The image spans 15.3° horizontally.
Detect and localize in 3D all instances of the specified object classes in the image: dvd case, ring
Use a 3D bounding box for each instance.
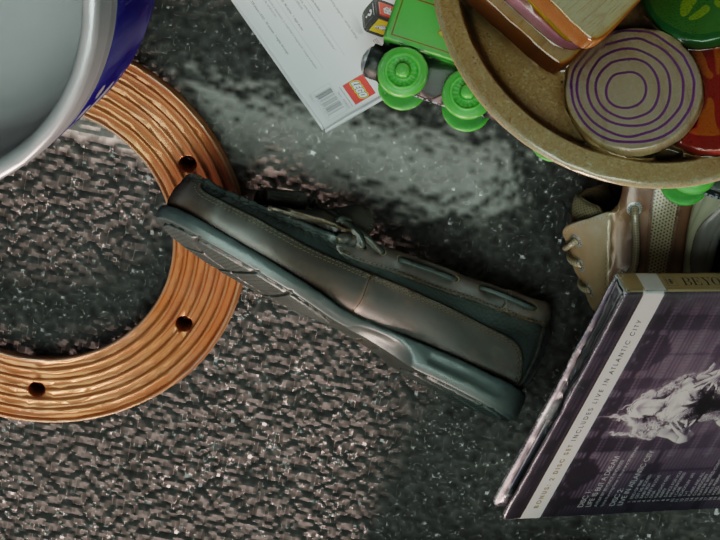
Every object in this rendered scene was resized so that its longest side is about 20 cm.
[{"bbox_3d":[0.173,0.056,1.217,0.199,0.016,0.149,-1,136,-27],"label":"dvd case"},{"bbox_3d":[-0.152,-0.020,1.270,0.199,0.019,0.201,2,114,4],"label":"ring"}]

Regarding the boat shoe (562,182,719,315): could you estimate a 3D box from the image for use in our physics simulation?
[{"bbox_3d":[0.128,-0.015,1.228,0.071,0.076,0.201,17,106,0],"label":"boat shoe"}]

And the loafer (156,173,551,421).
[{"bbox_3d":[0.000,0.000,1.245,0.200,0.072,0.063,30,82,-20],"label":"loafer"}]

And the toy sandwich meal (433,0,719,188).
[{"bbox_3d":[0.119,-0.134,1.123,0.204,0.070,0.206,2,72,-6],"label":"toy sandwich meal"}]

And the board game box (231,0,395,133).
[{"bbox_3d":[-0.018,-0.174,1.180,0.126,0.035,0.200,-29,110,17],"label":"board game box"}]

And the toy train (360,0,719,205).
[{"bbox_3d":[0.099,-0.073,1.162,0.199,0.042,0.057,18,83,3],"label":"toy train"}]

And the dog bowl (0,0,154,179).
[{"bbox_3d":[-0.190,-0.138,1.160,0.199,0.079,0.201,7,113,16],"label":"dog bowl"}]
